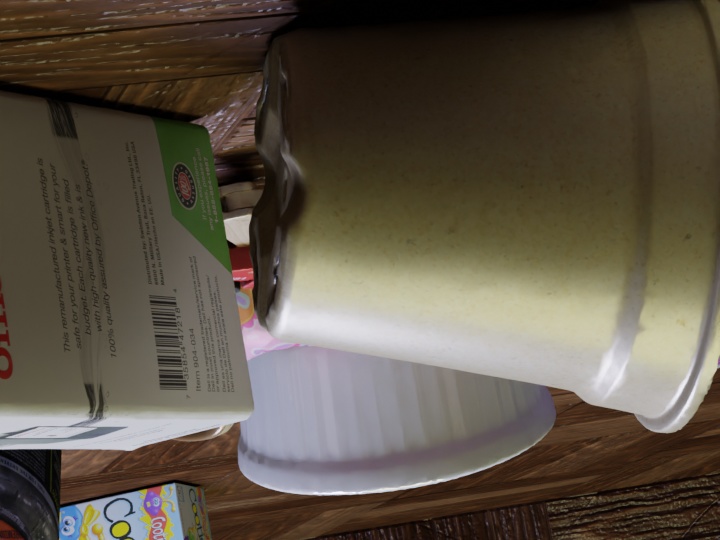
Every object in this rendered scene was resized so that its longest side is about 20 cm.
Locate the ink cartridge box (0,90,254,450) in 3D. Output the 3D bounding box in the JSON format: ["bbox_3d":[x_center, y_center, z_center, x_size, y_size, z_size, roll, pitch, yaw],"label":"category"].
[{"bbox_3d":[-0.146,0.003,1.193,0.084,0.146,0.200,-16,168,31],"label":"ink cartridge box"}]

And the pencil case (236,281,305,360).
[{"bbox_3d":[0.000,0.000,1.514,0.199,0.088,0.087,-10,170,0],"label":"pencil case"}]

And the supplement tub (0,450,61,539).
[{"bbox_3d":[-0.242,0.134,1.607,0.122,0.123,0.200,-11,-149,1],"label":"supplement tub"}]

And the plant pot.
[{"bbox_3d":[0.049,-0.032,1.148,0.183,0.201,0.200,2,168,-9],"label":"plant pot"}]

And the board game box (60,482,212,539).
[{"bbox_3d":[-0.260,0.289,2.716,0.199,0.105,0.103,-13,169,11],"label":"board game box"}]

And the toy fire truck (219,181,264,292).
[{"bbox_3d":[-0.066,-0.024,1.394,0.199,0.049,0.141,-4,167,-30],"label":"toy fire truck"}]

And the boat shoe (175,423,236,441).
[{"bbox_3d":[-0.112,0.052,1.610,0.072,0.072,0.200,-18,-165,-28],"label":"boat shoe"}]

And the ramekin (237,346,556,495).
[{"bbox_3d":[0.016,0.059,1.631,0.200,0.098,0.201,-9,-166,2],"label":"ramekin"}]
